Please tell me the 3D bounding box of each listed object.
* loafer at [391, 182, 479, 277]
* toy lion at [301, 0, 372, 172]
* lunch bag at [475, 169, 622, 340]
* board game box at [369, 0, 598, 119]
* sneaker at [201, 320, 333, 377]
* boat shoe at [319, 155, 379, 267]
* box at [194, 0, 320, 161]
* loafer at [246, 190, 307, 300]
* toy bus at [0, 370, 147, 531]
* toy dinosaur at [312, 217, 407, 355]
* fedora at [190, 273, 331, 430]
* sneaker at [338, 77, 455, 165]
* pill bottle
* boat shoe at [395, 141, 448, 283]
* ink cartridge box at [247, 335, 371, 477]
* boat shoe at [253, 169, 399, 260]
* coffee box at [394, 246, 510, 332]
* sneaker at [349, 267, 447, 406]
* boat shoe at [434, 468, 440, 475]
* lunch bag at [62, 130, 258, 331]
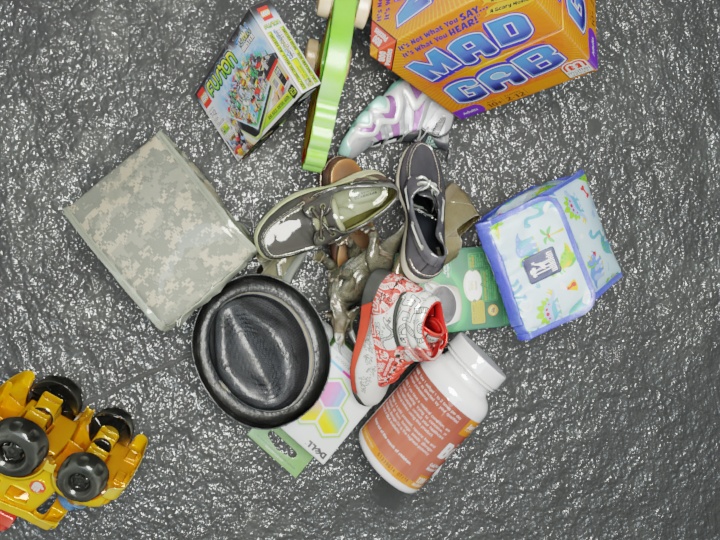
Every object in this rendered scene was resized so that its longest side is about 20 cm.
[{"bbox_3d":[0.102,-0.033,0.809,0.067,0.076,0.202,30,72,10],"label":"loafer"},{"bbox_3d":[-0.044,-0.234,0.758,0.067,0.200,0.197,10,74,-11],"label":"toy lion"},{"bbox_3d":[0.254,-0.023,0.821,0.198,0.127,0.173,-27,96,-32],"label":"lunch bag"},{"bbox_3d":[0.151,-0.342,0.712,0.197,0.197,0.205,16,71,-44],"label":"board game box"},{"bbox_3d":[-0.128,0.138,0.837,0.195,0.076,0.107,-13,112,-5],"label":"sneaker"},{"bbox_3d":[-0.017,-0.060,0.832,0.069,0.070,0.205,-12,107,-23],"label":"boat shoe"},{"bbox_3d":[-0.137,-0.229,0.743,0.035,0.199,0.111,-39,98,-35],"label":"box"},{"bbox_3d":[-0.114,-0.025,0.817,0.068,0.075,0.204,24,90,-14],"label":"loafer"},{"bbox_3d":[-0.412,0.266,0.772,0.198,0.136,0.194,31,102,-12],"label":"toy bus"},{"bbox_3d":[0.000,0.000,0.788,0.201,0.076,0.103,-53,137,-17],"label":"toy dinosaur"},{"bbox_3d":[-0.129,0.101,0.740,0.195,0.092,0.206,0,84,-3],"label":"fedora"},{"bbox_3d":[0.074,-0.195,0.833,0.200,0.078,0.140,-44,98,-3],"label":"sneaker"},{"bbox_3d":[0.098,0.186,0.786,0.112,0.112,0.201,40,98,-9],"label":"pill bottle"},{"bbox_3d":[0.088,-0.087,0.754,0.071,0.063,0.205,11,64,-17],"label":"boat shoe"},{"bbox_3d":[-0.063,0.202,0.848,0.104,0.059,0.201,42,88,-10],"label":"ink cartridge box"},{"bbox_3d":[-0.040,-0.072,0.743,0.198,0.066,0.073,-27,109,-18],"label":"boat shoe"},{"bbox_3d":[0.124,0.029,0.873,0.195,0.044,0.126,-6,93,-9],"label":"coffee box"},{"bbox_3d":[0.049,0.107,0.748,0.067,0.106,0.206,-23,127,-47],"label":"sneaker"},{"bbox_3d":[0.109,0.202,0.873,0.064,0.072,0.204,17,99,-14],"label":"boat shoe"},{"bbox_3d":[-0.245,-0.044,0.763,0.163,0.118,0.201,-39,84,-3],"label":"lunch bag"}]
